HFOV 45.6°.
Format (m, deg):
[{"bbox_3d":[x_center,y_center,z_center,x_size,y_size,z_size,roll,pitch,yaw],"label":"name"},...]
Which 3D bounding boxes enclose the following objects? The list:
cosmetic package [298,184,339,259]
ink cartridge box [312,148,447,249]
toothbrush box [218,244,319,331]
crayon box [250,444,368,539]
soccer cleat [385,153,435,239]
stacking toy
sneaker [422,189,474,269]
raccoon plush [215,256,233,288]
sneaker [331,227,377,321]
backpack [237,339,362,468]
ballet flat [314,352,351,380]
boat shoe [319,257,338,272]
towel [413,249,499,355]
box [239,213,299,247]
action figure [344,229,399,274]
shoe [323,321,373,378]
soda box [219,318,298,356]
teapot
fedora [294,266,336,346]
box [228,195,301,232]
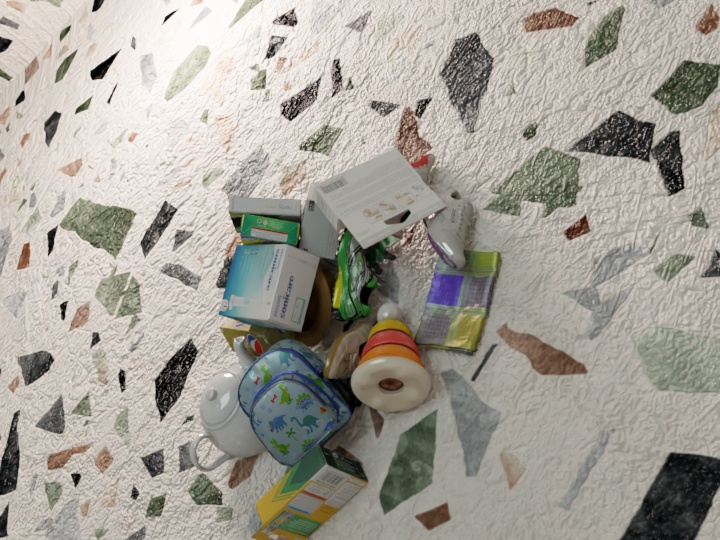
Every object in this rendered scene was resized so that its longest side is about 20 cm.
[{"bbox_3d":[-0.080,-0.102,1.744,0.200,0.079,0.116,-98,18,-74],"label":"cosmetic package"},{"bbox_3d":[0.035,-0.128,1.621,0.197,0.045,0.177,-26,61,-23],"label":"ink cartridge box"},{"bbox_3d":[-0.181,0.032,1.669,0.198,0.084,0.150,-1,72,53],"label":"toothbrush box"},{"bbox_3d":[-0.098,0.409,1.537,0.200,0.125,0.052,-45,45,11],"label":"crayon box"},{"bbox_3d":[0.104,-0.148,1.712,0.084,0.069,0.201,33,68,15],"label":"soccer cleat"},{"bbox_3d":[0.058,0.140,1.565,0.144,0.146,0.203,-25,39,28],"label":"stacking toy"},{"bbox_3d":[0.171,-0.085,1.600,0.098,0.075,0.202,-30,38,13],"label":"sneaker"},{"bbox_3d":[-0.216,0.020,1.848,0.197,0.133,0.099,-12,58,36],"label":"raccoon plush"},{"bbox_3d":[0.000,0.000,1.681,0.083,0.078,0.205,1,79,21],"label":"sneaker"},{"bbox_3d":[-0.126,0.239,1.579,0.183,0.147,0.201,-42,90,14],"label":"backpack"},{"bbox_3d":[-0.100,0.191,1.703,0.197,0.069,0.071,-5,64,39],"label":"ballet flat"},{"bbox_3d":[-0.093,-0.017,1.817,0.199,0.073,0.067,22,87,55],"label":"boat shoe"},{"bbox_3d":[0.176,0.054,1.570,0.142,0.023,0.204,6,71,43],"label":"towel"},{"bbox_3d":[-0.181,-0.063,1.731,0.114,0.200,0.050,10,82,-2],"label":"box"},{"bbox_3d":[0.007,-0.083,1.770,0.118,0.054,0.202,-42,50,17],"label":"action figure"},{"bbox_3d":[-0.011,0.147,1.583,0.052,0.200,0.071,17,114,18],"label":"shoe"},{"bbox_3d":[-0.214,0.135,1.791,0.064,0.069,0.198,-38,22,-29],"label":"soda box"},{"bbox_3d":[-0.260,0.277,1.738,0.196,0.145,0.203,-35,49,20],"label":"teapot"},{"bbox_3d":[-0.099,0.055,1.744,0.199,0.081,0.206,18,114,48],"label":"fedora"},{"bbox_3d":[-0.189,-0.108,1.736,0.141,0.200,0.037,3,79,-3],"label":"box"}]
